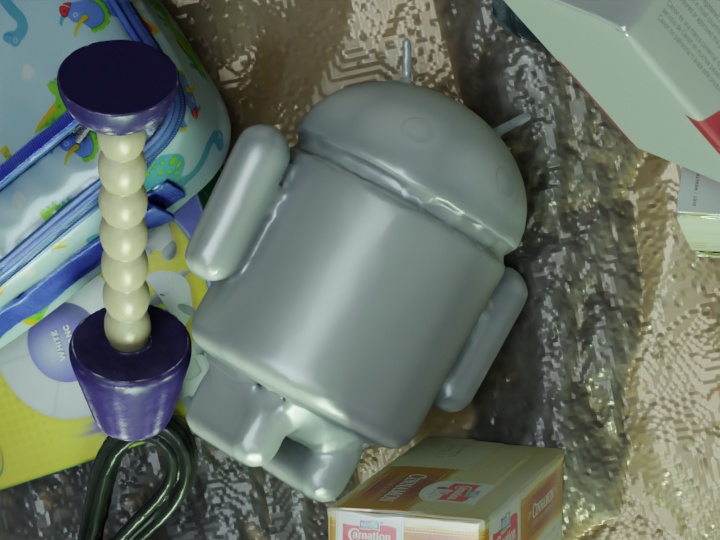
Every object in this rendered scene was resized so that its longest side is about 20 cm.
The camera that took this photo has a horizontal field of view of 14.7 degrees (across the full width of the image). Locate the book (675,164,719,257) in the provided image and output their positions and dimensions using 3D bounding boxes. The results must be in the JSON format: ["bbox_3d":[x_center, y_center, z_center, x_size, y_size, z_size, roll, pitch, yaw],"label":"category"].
[{"bbox_3d":[0.242,-0.071,1.185,0.200,0.048,0.134,3,68,18],"label":"book"}]

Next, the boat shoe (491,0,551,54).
[{"bbox_3d":[0.132,-0.178,1.216,0.091,0.071,0.200,30,87,44],"label":"boat shoe"}]

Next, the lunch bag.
[{"bbox_3d":[-0.169,-0.060,1.297,0.200,0.082,0.161,-37,68,12],"label":"lunch bag"}]

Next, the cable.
[{"bbox_3d":[-0.127,0.151,1.351,0.097,0.050,0.200,16,108,16],"label":"cable"}]

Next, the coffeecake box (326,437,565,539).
[{"bbox_3d":[0.039,0.189,1.255,0.073,0.154,0.200,3,99,17],"label":"coffeecake box"}]

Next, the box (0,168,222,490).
[{"bbox_3d":[-0.142,0.035,1.348,0.200,0.048,0.117,-19,91,21],"label":"box"}]

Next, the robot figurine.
[{"bbox_3d":[0.000,0.000,1.248,0.113,0.170,0.200,26,86,55],"label":"robot figurine"}]

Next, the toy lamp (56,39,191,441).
[{"bbox_3d":[-0.102,-0.006,1.228,0.058,0.058,0.200,17,135,15],"label":"toy lamp"}]

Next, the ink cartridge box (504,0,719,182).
[{"bbox_3d":[0.162,-0.151,1.129,0.083,0.145,0.200,28,80,43],"label":"ink cartridge box"}]
